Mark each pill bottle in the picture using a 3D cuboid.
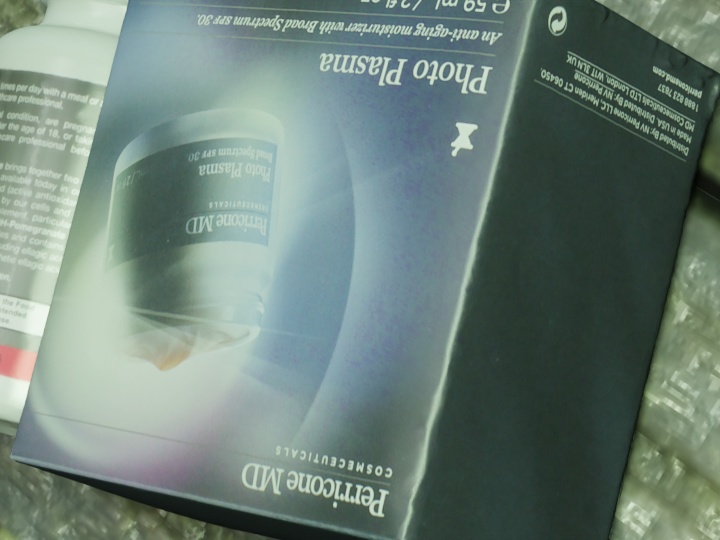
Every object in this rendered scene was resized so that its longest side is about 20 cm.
[{"bbox_3d":[-0.108,-0.031,1.089,0.110,0.111,0.201,7,80,41],"label":"pill bottle"}]

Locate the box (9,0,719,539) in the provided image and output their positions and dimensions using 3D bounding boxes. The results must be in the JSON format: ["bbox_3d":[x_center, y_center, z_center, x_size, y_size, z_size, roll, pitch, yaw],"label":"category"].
[{"bbox_3d":[0.000,0.000,0.980,0.199,0.123,0.199,7,80,42],"label":"box"}]
